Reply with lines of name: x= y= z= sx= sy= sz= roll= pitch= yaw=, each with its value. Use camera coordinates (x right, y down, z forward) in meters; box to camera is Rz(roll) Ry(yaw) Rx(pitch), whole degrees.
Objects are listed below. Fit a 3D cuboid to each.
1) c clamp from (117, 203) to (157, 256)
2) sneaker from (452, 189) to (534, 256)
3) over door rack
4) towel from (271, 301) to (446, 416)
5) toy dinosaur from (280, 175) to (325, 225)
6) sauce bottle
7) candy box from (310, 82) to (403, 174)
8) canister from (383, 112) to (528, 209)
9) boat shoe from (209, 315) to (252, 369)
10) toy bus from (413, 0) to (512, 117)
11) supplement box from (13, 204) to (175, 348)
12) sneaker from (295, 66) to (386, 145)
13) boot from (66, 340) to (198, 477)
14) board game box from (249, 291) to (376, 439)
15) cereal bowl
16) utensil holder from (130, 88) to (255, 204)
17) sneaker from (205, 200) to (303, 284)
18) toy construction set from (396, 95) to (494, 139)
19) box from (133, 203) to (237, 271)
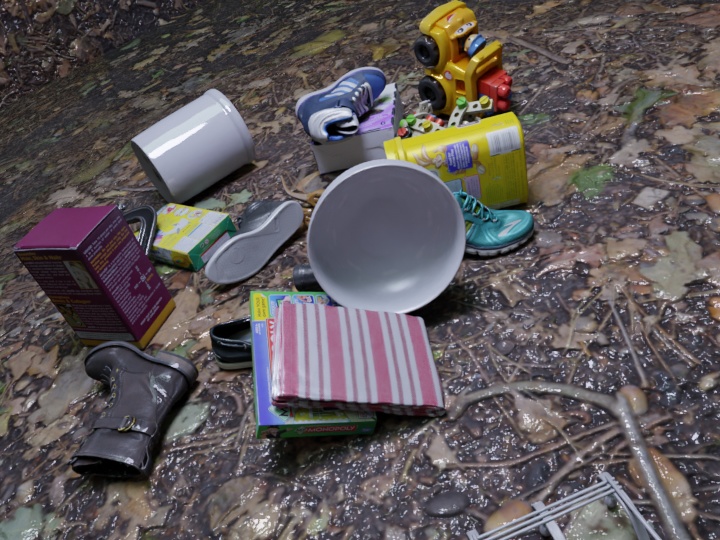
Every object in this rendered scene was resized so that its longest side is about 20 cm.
c clamp: x=-0.440 y=-0.043 z=1.121 sx=0.169 sy=0.027 sz=0.202 roll=-14 pitch=58 yaw=20
sneaker: x=0.152 y=-0.072 z=0.878 sx=0.197 sy=0.080 sz=0.078 roll=2 pitch=41 yaw=1
over door rack: x=0.179 y=0.252 z=0.468 sx=0.146 sy=0.067 sz=0.200 roll=-22 pitch=16 yaw=-4
towel: x=-0.005 y=0.103 z=0.722 sx=0.197 sy=0.030 sz=0.147 roll=7 pitch=41 yaw=-12
toy dinosaur: x=-0.079 y=-0.124 z=1.096 sx=0.197 sy=0.061 sz=0.106 roll=8 pitch=24 yaw=20
sauce bottle: x=0.000 y=0.000 z=0.885 sx=0.197 sy=0.067 sz=0.066 roll=-10 pitch=37 yaw=15
candy box: x=-0.002 y=-0.290 z=1.243 sx=0.165 sy=0.072 sz=0.201 roll=-10 pitch=39 yaw=14
canister: x=0.147 y=-0.147 z=0.935 sx=0.197 sy=0.150 sz=0.087 roll=-13 pitch=37 yaw=5
boat shoe: x=-0.113 y=0.079 z=0.833 sx=0.197 sy=0.067 sz=0.075 roll=-10 pitch=36 yaw=13
toy bus: x=0.212 y=-0.386 z=1.171 sx=0.135 sy=0.201 sz=0.191 roll=-37 pitch=48 yaw=-22
supplement box: x=-0.396 y=0.013 z=0.933 sx=0.129 sy=0.202 sz=0.104 roll=1 pitch=41 yaw=24
sneaker: x=-0.013 y=-0.297 z=1.144 sx=0.198 sy=0.081 sz=0.147 roll=-26 pitch=46 yaw=-13
boot: x=-0.321 y=0.181 z=0.798 sx=0.197 sy=0.070 sz=0.175 roll=1 pitch=41 yaw=22
board game box: x=-0.063 y=0.106 z=0.742 sx=0.133 sy=0.029 sz=0.201 roll=2 pitch=43 yaw=-16
cereal bowl: x=0.030 y=-0.047 z=0.784 sx=0.198 sy=0.202 sz=0.084 roll=-17 pitch=23 yaw=3
utensil holder: x=-0.344 y=-0.249 z=1.273 sx=0.199 sy=0.171 sz=0.169 roll=-38 pitch=40 yaw=-19
sneaker: x=-0.193 y=-0.050 z=1.039 sx=0.200 sy=0.071 sz=0.099 roll=-43 pitch=32 yaw=-25
toy construction set: x=0.144 y=-0.268 z=1.132 sx=0.132 sy=0.092 sz=0.199 roll=-55 pitch=36 yaw=-6
box: x=-0.337 y=-0.066 z=1.136 sx=0.198 sy=0.049 sz=0.118 roll=14 pitch=49 yaw=34
